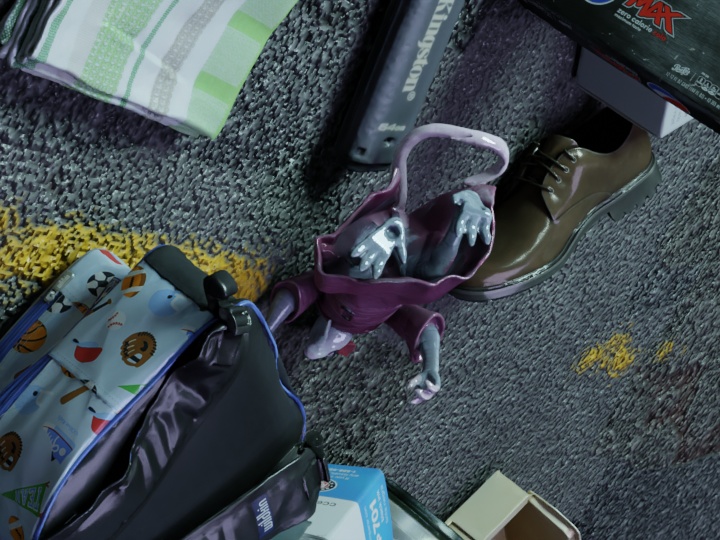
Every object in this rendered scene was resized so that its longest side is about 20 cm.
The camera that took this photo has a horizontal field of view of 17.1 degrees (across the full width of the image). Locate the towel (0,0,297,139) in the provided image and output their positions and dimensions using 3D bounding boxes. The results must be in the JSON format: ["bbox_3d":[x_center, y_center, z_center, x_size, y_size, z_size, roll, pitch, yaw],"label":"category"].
[{"bbox_3d":[-0.096,-0.150,1.275,0.150,0.031,0.200,-57,151,7],"label":"towel"}]

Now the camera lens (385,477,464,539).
[{"bbox_3d":[-0.008,0.257,1.707,0.200,0.160,0.160,-49,151,-7],"label":"camera lens"}]

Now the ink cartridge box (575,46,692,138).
[{"bbox_3d":[0.253,-0.204,1.670,0.200,0.084,0.146,-31,143,-35],"label":"ink cartridge box"}]

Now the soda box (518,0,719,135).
[{"bbox_3d":[0.188,-0.154,1.509,0.071,0.200,0.063,-53,152,0],"label":"soda box"}]

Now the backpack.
[{"bbox_3d":[-0.137,0.096,1.357,0.191,0.154,0.200,-50,144,-20],"label":"backpack"}]

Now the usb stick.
[{"bbox_3d":[0.036,-0.151,1.463,0.055,0.033,0.201,-11,131,-52],"label":"usb stick"}]

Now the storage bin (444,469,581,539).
[{"bbox_3d":[0.087,0.293,1.955,0.200,0.094,0.199,-43,150,-18],"label":"storage bin"}]

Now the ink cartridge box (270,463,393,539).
[{"bbox_3d":[-0.082,0.196,1.473,0.200,0.146,0.086,-45,135,-59],"label":"ink cartridge box"}]

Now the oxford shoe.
[{"bbox_3d":[0.126,-0.053,1.679,0.200,0.072,0.085,-41,134,-27],"label":"oxford shoe"}]

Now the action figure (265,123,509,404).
[{"bbox_3d":[0.000,0.000,1.521,0.200,0.133,0.150,131,-27,-65],"label":"action figure"}]
